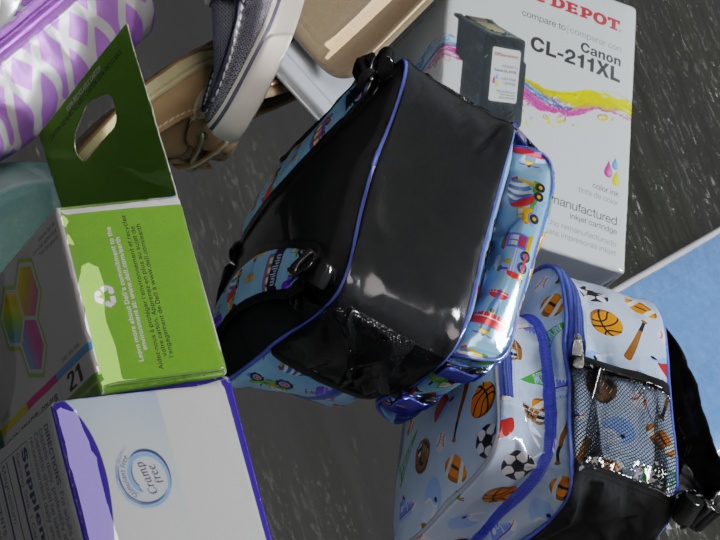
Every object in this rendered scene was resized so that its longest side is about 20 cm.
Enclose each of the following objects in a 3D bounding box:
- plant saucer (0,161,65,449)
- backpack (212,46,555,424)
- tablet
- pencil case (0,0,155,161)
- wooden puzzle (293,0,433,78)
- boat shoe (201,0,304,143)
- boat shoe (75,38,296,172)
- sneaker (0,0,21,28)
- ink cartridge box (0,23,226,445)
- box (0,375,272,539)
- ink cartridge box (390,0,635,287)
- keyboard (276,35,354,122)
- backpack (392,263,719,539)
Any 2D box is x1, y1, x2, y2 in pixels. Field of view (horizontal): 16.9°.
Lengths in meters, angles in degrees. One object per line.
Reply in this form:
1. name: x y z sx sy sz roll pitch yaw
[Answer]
1. plant saucer: -0.172 0.023 1.386 0.199 0.036 0.201 12 63 -24
2. backpack: 0.000 0.000 1.391 0.134 0.200 0.183 27 57 -17
3. tablet: 0.231 0.051 1.611 0.200 0.014 0.130 -28 84 -34
4. pencil case: -0.200 -0.122 1.405 0.084 0.085 0.200 44 56 -2
5. wooden puzzle: -0.015 -0.248 1.480 0.185 0.037 0.200 -45 104 -10
6. boat shoe: -0.077 -0.180 1.410 0.092 0.075 0.201 22 74 -13
7. boat shoe: -0.097 -0.095 1.454 0.200 0.071 0.065 -38 95 -41
8. sneaker: -0.283 -0.142 1.310 0.099 0.199 0.078 51 18 -33
9. ink cartridge box: -0.155 -0.008 1.298 0.075 0.148 0.201 -8 72 -30
10. box: -0.128 0.176 1.242 0.104 0.200 0.185 -7 72 -31
11. ink cartridge box: 0.094 -0.092 1.555 0.145 0.083 0.201 17 62 -22
12. keyboard: -0.050 -0.146 1.480 0.200 0.011 0.056 48 35 -18
13. backpack: 0.107 0.098 1.429 0.154 0.200 0.191 28 45 -17
